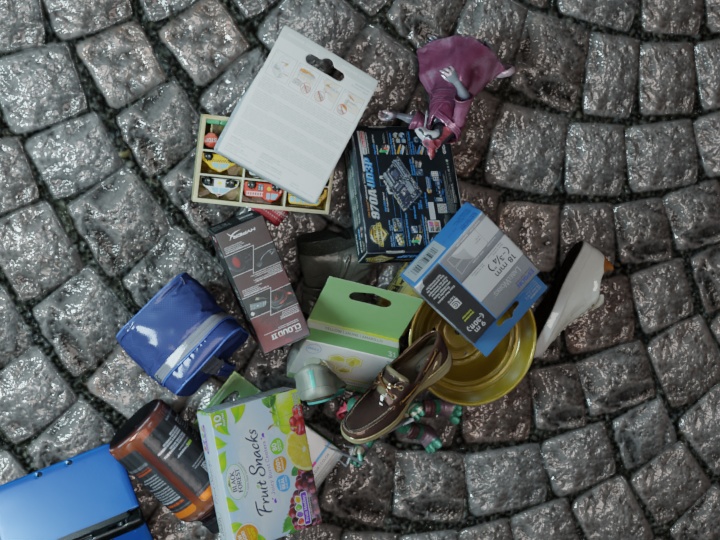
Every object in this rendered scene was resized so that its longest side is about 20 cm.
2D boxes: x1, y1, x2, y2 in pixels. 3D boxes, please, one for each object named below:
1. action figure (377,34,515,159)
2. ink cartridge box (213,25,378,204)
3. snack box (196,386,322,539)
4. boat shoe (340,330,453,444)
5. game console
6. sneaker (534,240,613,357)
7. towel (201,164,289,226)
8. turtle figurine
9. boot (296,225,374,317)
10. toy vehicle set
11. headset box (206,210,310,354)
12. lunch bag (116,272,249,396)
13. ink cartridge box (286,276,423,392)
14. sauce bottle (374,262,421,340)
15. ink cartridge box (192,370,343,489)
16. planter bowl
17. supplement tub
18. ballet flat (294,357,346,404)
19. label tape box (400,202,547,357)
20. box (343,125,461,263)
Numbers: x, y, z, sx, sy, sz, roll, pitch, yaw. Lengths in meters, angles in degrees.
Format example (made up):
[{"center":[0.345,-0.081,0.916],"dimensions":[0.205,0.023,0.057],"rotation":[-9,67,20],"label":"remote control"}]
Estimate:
[{"center":[0.125,-0.243,1.645],"dimensions":[0.149,0.134,0.200],"rotation":[31,61,-38],"label":"action figure"},{"center":[-0.090,-0.217,1.591],"dimensions":[0.160,0.047,0.200],"rotation":[28,88,-16],"label":"ink cartridge box"},{"center":[-0.141,0.278,1.590],"dimensions":[0.142,0.053,0.200],"rotation":[-14,96,-29],"label":"snack box"},{"center":[0.046,0.159,1.588],"dimensions":[0.200,0.072,0.072],"rotation":[-38,139,-16],"label":"boat shoe"},{"center":[-0.412,0.376,1.636],"dimensions":[0.200,0.118,0.171],"rotation":[-20,131,-10],"label":"game console"},{"center":[0.329,0.059,1.749],"dimensions":[0.085,0.073,0.200],"rotation":[32,86,-12],"label":"sneaker"},{"center":[-0.121,-0.185,1.648],"dimensions":[0.145,0.022,0.200],"rotation":[35,89,-16],"label":"towel"},{"center":[0.047,0.220,1.664],"dimensions":[0.200,0.150,0.101],"rotation":[9,52,-36],"label":"turtle figurine"},{"center":[0.000,0.000,1.683],"dimensions":[0.200,0.068,0.131],"rotation":[-9,110,-13],"label":"boot"},{"center":[-0.137,-0.152,1.624],"dimensions":[0.200,0.027,0.124],"rotation":[5,97,-15],"label":"toy vehicle set"},{"center":[-0.142,0.022,1.597],"dimensions":[0.075,0.149,0.200],"rotation":[-23,101,-9],"label":"headset box"},{"center":[-0.235,0.100,1.564],"dimensions":[0.136,0.200,0.132],"rotation":[-44,85,-4],"label":"lunch bag"},{"center":[-0.010,0.099,1.624],"dimensions":[0.145,0.200,0.048],"rotation":[14,51,-13],"label":"ink cartridge box"},{"center":[0.084,0.017,1.695],"dimensions":[0.065,0.065,0.200],"rotation":[36,85,-14],"label":"sauce bottle"},{"center":[-0.135,0.249,1.666],"dimensions":[0.200,0.059,0.104],"rotation":[39,86,-14],"label":"ink cartridge box"},{"center":[0.158,0.098,1.708],"dimensions":[0.200,0.083,0.201],"rotation":[-1,96,-14],"label":"planter bowl"},{"center":[-0.257,0.286,1.618],"dimensions":[0.107,0.107,0.200],"rotation":[-44,103,-6],"label":"supplement tub"},{"center":[-0.057,0.154,1.596],"dimensions":[0.067,0.200,0.064],"rotation":[-15,84,-1],"label":"ballet flat"},{"center":[0.177,0.023,1.607],"dimensions":[0.200,0.063,0.144],"rotation":[42,88,-25],"label":"label tape box"},{"center":[0.063,-0.112,1.639],"dimensions":[0.159,0.046,0.200],"rotation":[-2,73,-20],"label":"box"}]
